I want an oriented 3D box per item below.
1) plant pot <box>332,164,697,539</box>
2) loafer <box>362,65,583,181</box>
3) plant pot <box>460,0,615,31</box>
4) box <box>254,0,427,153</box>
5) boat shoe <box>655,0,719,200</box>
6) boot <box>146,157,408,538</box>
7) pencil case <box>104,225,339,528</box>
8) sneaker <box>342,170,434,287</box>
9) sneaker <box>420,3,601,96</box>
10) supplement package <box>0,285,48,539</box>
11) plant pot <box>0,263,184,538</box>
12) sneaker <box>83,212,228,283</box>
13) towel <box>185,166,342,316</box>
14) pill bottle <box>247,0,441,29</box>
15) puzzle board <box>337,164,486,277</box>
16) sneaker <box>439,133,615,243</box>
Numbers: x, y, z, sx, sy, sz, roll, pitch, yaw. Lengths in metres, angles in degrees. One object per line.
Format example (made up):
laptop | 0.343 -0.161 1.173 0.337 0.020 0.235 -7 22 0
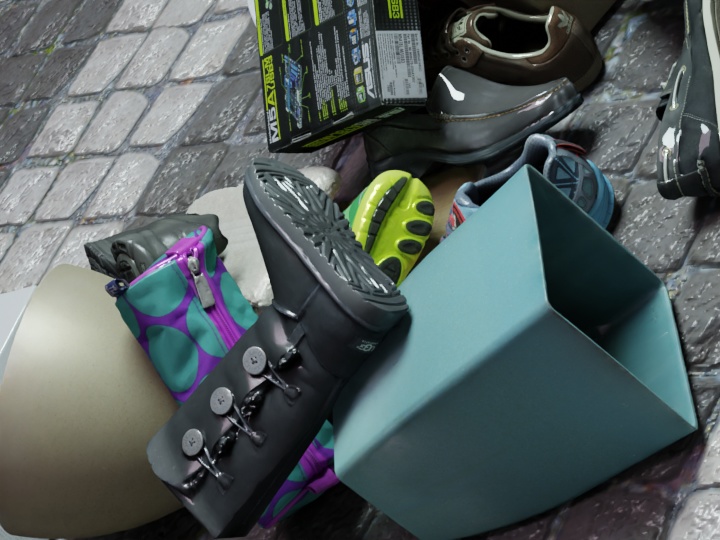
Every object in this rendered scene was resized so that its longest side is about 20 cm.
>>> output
plant pot | 0.083 0.070 1.404 0.200 0.141 0.142 -39 31 25
loafer | 0.074 -0.116 1.659 0.199 0.073 0.073 -16 11 38
plant pot | 0.128 -0.293 1.732 0.200 0.177 0.200 -50 31 -10
box | -0.022 -0.203 1.696 0.193 0.047 0.202 -19 76 63
boat shoe | 0.230 -0.128 1.524 0.067 0.072 0.201 -20 40 26
boot | -0.073 0.050 1.451 0.201 0.065 0.165 -56 48 23
pencil case | -0.087 0.073 1.529 0.085 0.201 0.092 -32 -4 -26
sneaker | -0.013 0.021 1.614 0.201 0.074 0.084 -56 9 -11
sneaker | 0.083 -0.174 1.697 0.199 0.076 0.071 -2 57 28
supplement package | -0.293 0.132 1.764 0.121 0.120 0.201 -12 43 42
plant pot | -0.169 0.105 1.620 0.133 0.201 0.201 10 51 10
sneaker | -0.157 -0.006 1.754 0.090 0.076 0.200 -27 9 -19
towel | -0.100 -0.012 1.778 0.199 0.034 0.133 -10 48 53
pill bottle | 0.007 -0.254 1.885 0.199 0.113 0.113 -31 34 19
puzzle board | 0.000 0.000 1.688 0.199 0.017 0.151 -16 42 38
sneaker | 0.076 -0.020 1.536 0.200 0.096 0.079 -43 45 2
